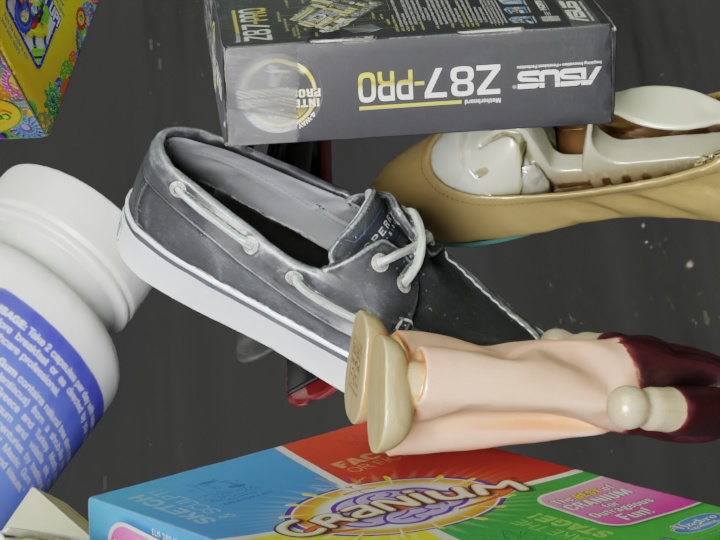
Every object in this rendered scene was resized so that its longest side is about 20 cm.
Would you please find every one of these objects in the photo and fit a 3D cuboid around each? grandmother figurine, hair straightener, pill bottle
[{"bbox_3d":[0.097,0.046,1.044,0.200,0.061,0.121,4,21,-12],"label":"grandmother figurine"},{"bbox_3d":[-0.035,-0.038,1.195,0.041,0.077,0.200,-25,42,31],"label":"hair straightener"},{"bbox_3d":[-0.171,0.055,1.143,0.112,0.112,0.200,17,57,31],"label":"pill bottle"}]

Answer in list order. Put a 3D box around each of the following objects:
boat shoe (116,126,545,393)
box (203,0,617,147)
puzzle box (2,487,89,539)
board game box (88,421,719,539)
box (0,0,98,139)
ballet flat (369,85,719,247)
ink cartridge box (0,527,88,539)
[{"bbox_3d":[0.000,0.000,1.105,0.200,0.068,0.072,26,41,4],"label":"boat shoe"},{"bbox_3d":[0.015,-0.106,1.174,0.161,0.049,0.200,-2,19,-6],"label":"box"},{"bbox_3d":[-0.099,0.188,1.028,0.200,0.025,0.133,36,90,39],"label":"puzzle box"},{"bbox_3d":[0.020,0.105,0.990,0.153,0.040,0.200,-13,17,-41],"label":"board game box"},{"bbox_3d":[-0.239,-0.172,1.359,0.200,0.122,0.193,-1,51,21],"label":"box"},{"bbox_3d":[0.093,-0.053,1.172,0.200,0.063,0.069,-4,49,18],"label":"ballet flat"},{"bbox_3d":[-0.163,0.198,0.969,0.200,0.087,0.145,-28,72,17],"label":"ink cartridge box"}]
